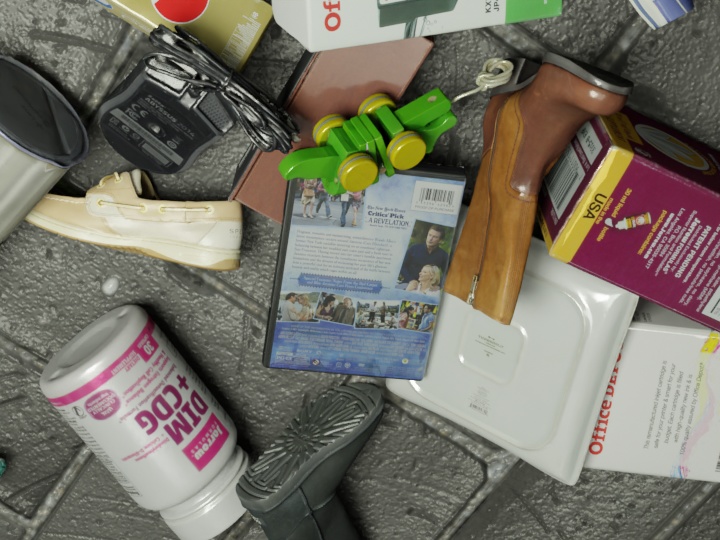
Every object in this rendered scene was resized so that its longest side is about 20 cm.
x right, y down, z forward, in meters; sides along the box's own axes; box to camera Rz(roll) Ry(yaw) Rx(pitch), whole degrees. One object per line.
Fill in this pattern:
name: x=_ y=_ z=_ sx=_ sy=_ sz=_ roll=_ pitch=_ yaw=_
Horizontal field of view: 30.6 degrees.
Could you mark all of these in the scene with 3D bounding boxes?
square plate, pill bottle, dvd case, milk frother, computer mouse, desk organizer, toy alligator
square plate: x=0.117 y=0.061 z=1.115 sx=0.199 sy=0.028 sz=0.200 roll=26 pitch=118 yaw=25
pill bottle: x=-0.182 y=0.139 z=1.174 sx=0.113 sy=0.114 sz=0.201 roll=-30 pitch=110 yaw=16
dvd case: x=0.000 y=0.000 z=1.086 sx=0.141 sy=0.018 sz=0.201 roll=6 pitch=119 yaw=-8
milk frother: x=-0.354 y=-0.081 z=1.025 sx=0.181 sy=0.200 sz=0.188 roll=47 pitch=113 yaw=1
computer mouse: x=-0.137 y=-0.132 z=1.041 sx=0.138 sy=0.053 sz=0.199 roll=39 pitch=151 yaw=-22
desk organizer: x=-0.024 y=-0.131 z=1.062 sx=0.077 sy=0.072 sz=0.201 roll=28 pitch=114 yaw=-12
toy alligator: x=0.032 y=-0.102 z=1.010 sx=0.199 sy=0.059 sz=0.054 roll=-25 pitch=143 yaw=-12

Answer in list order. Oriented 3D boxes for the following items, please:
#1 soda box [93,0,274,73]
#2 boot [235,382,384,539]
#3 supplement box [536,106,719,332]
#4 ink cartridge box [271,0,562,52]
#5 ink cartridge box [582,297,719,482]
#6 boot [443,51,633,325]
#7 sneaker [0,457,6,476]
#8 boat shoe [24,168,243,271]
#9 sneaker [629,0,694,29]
soda box: x=-0.167 y=-0.224 z=1.019 sx=0.199 sy=0.068 sz=0.064 roll=32 pitch=87 yaw=-10
boot: x=-0.018 y=0.224 z=1.220 sx=0.165 sy=0.065 sz=0.201 roll=-38 pitch=126 yaw=-21
supplement box: x=0.247 y=-0.042 z=1.044 sx=0.199 sy=0.131 sz=0.104 roll=23 pitch=114 yaw=-13
ink cartridge box: x=0.039 y=-0.245 z=0.929 sx=0.198 sy=0.083 sz=0.148 roll=-12 pitch=119 yaw=-16
ink cartridge box: x=0.285 y=0.099 z=1.140 sx=0.198 sy=0.084 sz=0.146 roll=6 pitch=115 yaw=1
boot: x=0.123 y=-0.060 z=0.993 sx=0.068 sy=0.188 sz=0.202 roll=15 pitch=92 yaw=-25
sneaker: x=-0.431 y=0.208 z=1.255 sx=0.199 sy=0.078 sz=0.091 roll=-36 pitch=92 yaw=15
boat shoe: x=-0.191 y=-0.051 z=1.115 sx=0.198 sy=0.074 sz=0.070 roll=12 pitch=93 yaw=7
sneaker: x=0.217 y=-0.286 z=0.968 sx=0.115 sy=0.081 sz=0.200 roll=-26 pitch=109 yaw=17
